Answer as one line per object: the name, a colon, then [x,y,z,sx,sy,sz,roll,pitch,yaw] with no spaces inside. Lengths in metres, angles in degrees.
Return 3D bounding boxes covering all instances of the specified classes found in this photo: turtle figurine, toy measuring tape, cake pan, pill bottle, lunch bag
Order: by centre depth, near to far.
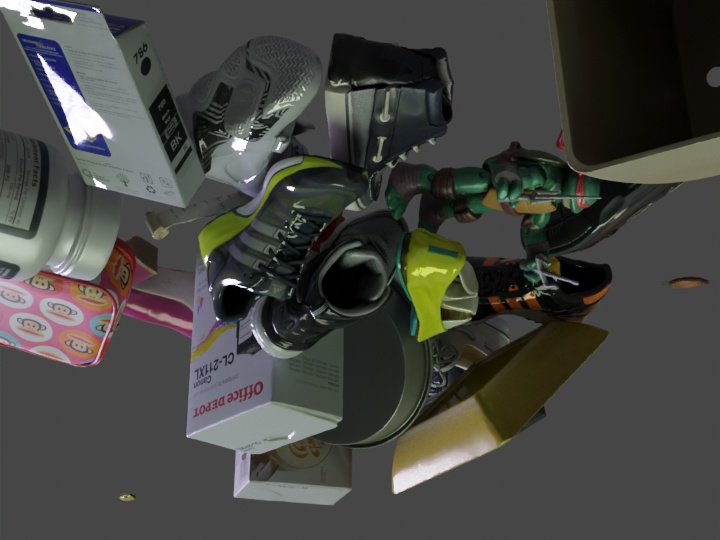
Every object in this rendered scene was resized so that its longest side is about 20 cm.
pill bottle: [-0.307,-0.057,1.101,0.198,0.121,0.119,16,152,-30]
turtle figurine: [0.128,-0.056,1.124,0.198,0.101,0.150,4,146,32]
toy measuring tape: [-0.085,-0.044,1.143,0.198,0.074,0.074,-17,161,-18]
lunch bag: [-0.319,0.016,1.248,0.198,0.083,0.177,21,140,-9]
cake pan: [-0.024,0.085,1.326,0.198,0.203,0.037,-15,-177,31]

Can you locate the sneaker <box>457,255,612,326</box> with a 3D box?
sneaker: [0.154,0.007,1.309,0.198,0.071,0.090,5,150,-21]

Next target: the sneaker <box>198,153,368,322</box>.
sneaker: [-0.058,-0.023,1.039,0.073,0.082,0.200,11,148,-33]

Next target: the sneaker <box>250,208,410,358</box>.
sneaker: [0.000,0.000,1.153,0.076,0.200,0.113,55,142,-8]

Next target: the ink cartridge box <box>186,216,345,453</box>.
ink cartridge box: [-0.088,0.054,1.241,0.082,0.202,0.145,18,151,-36]

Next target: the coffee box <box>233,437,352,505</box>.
coffee box: [-0.071,0.142,1.437,0.113,0.202,0.080,8,156,-15]

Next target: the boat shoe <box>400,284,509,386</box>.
boat shoe: [0.087,0.080,1.436,0.074,0.087,0.201,-21,149,38]

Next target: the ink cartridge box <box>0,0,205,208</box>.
ink cartridge box: [-0.186,-0.132,0.963,0.098,0.039,0.201,15,147,23]

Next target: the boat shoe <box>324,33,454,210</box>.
boat shoe: [0.026,-0.105,1.040,0.092,0.076,0.200,6,156,7]

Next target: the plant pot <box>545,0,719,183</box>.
plant pot: [0.236,-0.154,0.812,0.198,0.202,0.177,-13,164,26]

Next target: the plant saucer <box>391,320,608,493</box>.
plant saucer: [0.127,0.126,1.328,0.200,0.049,0.200,-38,-179,-39]

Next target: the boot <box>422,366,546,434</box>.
boot: [0.114,0.167,1.667,0.164,0.066,0.199,-18,154,38]

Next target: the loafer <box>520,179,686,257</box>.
loafer: [0.219,-0.060,1.151,0.062,0.073,0.200,10,151,-30]

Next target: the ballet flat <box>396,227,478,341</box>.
ballet flat: [0.072,0.019,1.183,0.066,0.068,0.200,5,160,8]

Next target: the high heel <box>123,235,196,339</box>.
high heel: [-0.208,0.039,1.363,0.095,0.068,0.200,-23,143,24]

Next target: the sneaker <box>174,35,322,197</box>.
sneaker: [-0.067,-0.114,1.033,0.114,0.076,0.199,18,155,-35]
